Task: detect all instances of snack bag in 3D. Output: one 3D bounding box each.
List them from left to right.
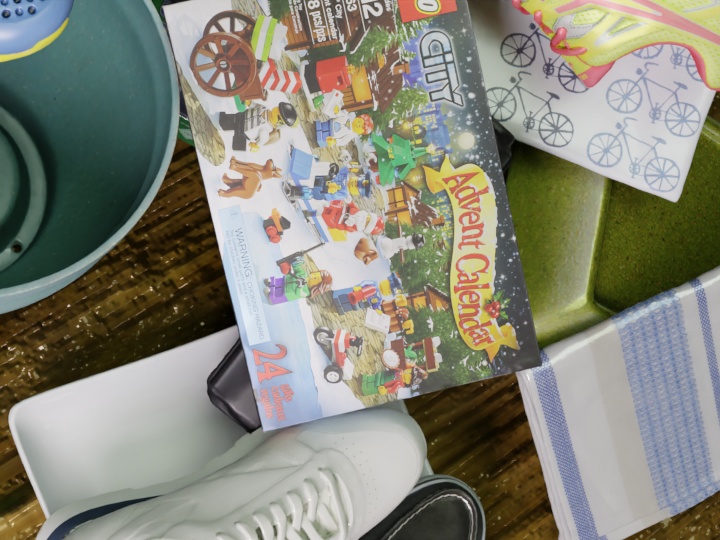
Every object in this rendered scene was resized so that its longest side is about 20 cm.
[{"bbox_3d":[0.113,-0.160,0.765,0.187,0.021,0.201,22,88,-4],"label":"snack bag"}]

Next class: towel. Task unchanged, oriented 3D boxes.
[{"bbox_3d":[0.182,0.062,0.793,0.199,0.024,0.148,-25,125,-7],"label":"towel"}]

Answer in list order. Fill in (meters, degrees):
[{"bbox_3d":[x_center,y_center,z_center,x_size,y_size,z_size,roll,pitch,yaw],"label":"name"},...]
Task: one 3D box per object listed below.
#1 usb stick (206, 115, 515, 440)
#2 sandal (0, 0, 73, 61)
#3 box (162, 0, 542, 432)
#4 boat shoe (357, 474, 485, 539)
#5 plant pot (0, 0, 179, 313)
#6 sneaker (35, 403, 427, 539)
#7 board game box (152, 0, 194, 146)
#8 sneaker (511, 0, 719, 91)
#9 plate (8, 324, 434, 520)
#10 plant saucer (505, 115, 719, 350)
[{"bbox_3d":[0.000,0.000,0.739,0.055,0.033,0.200,38,89,-7],"label":"usb stick"},{"bbox_3d":[-0.201,-0.168,0.617,0.200,0.087,0.080,40,62,-5],"label":"sandal"},{"bbox_3d":[-0.003,-0.039,0.691,0.135,0.038,0.202,-13,99,-1],"label":"box"},{"bbox_3d":[0.002,0.179,0.713,0.069,0.057,0.200,42,66,-4],"label":"boat shoe"},{"bbox_3d":[-0.196,-0.063,0.703,0.199,0.134,0.202,6,70,-17],"label":"plant pot"},{"bbox_3d":[-0.050,0.123,0.688,0.199,0.080,0.077,-23,105,-19],"label":"sneaker"},{"bbox_3d":[-0.026,-0.109,0.835,0.199,0.029,0.135,29,66,-9],"label":"board game box"},{"bbox_3d":[0.104,-0.136,0.719,0.198,0.078,0.091,14,110,7],"label":"sneaker"},{"bbox_3d":[-0.054,0.130,0.756,0.199,0.032,0.201,-20,81,-23],"label":"plate"},{"bbox_3d":[0.166,-0.018,0.829,0.199,0.048,0.201,26,68,-33],"label":"plant saucer"}]
